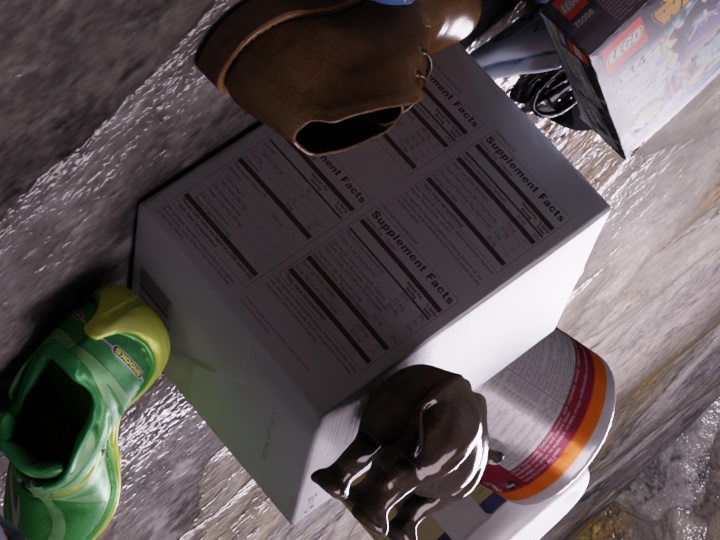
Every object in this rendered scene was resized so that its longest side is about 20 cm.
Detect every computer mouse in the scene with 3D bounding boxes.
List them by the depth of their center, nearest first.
[{"bbox_3d":[0.150,-0.120,1.388,0.138,0.053,0.200,-38,178,-2],"label":"computer mouse"}]

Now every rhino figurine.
[{"bbox_3d":[0.033,0.096,1.180,0.088,0.060,0.200,-52,166,-3],"label":"rhino figurine"}]

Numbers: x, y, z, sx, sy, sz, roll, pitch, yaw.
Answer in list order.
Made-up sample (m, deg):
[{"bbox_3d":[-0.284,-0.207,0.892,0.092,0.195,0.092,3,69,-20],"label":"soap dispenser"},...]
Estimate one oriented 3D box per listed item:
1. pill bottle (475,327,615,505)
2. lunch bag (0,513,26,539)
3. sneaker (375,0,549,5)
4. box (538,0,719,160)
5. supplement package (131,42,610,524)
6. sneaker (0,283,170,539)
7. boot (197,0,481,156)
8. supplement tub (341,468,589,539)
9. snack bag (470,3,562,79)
[{"bbox_3d":[0.052,0.053,1.411,0.110,0.200,0.110,-42,-152,29],"label":"pill bottle"},{"bbox_3d":[-0.244,0.162,1.045,0.170,0.127,0.200,-42,-174,-3],"label":"lunch bag"},{"bbox_3d":[0.084,-0.168,1.110,0.200,0.082,0.074,-30,163,-34],"label":"sneaker"},{"bbox_3d":[0.183,-0.157,1.139,0.200,0.040,0.137,-43,156,-2],"label":"box"},{"bbox_3d":[0.000,0.000,1.237,0.200,0.151,0.152,-35,163,-22],"label":"supplement package"},{"bbox_3d":[-0.166,0.089,1.236,0.083,0.074,0.200,-31,153,-43],"label":"sneaker"},{"bbox_3d":[0.008,-0.100,1.125,0.200,0.075,0.074,-24,156,-51],"label":"boot"},{"bbox_3d":[0.042,0.112,1.564,0.144,0.200,0.144,-38,166,-11],"label":"supplement tub"},{"bbox_3d":[0.156,-0.168,1.267,0.200,0.021,0.189,-37,-172,-9],"label":"snack bag"}]
